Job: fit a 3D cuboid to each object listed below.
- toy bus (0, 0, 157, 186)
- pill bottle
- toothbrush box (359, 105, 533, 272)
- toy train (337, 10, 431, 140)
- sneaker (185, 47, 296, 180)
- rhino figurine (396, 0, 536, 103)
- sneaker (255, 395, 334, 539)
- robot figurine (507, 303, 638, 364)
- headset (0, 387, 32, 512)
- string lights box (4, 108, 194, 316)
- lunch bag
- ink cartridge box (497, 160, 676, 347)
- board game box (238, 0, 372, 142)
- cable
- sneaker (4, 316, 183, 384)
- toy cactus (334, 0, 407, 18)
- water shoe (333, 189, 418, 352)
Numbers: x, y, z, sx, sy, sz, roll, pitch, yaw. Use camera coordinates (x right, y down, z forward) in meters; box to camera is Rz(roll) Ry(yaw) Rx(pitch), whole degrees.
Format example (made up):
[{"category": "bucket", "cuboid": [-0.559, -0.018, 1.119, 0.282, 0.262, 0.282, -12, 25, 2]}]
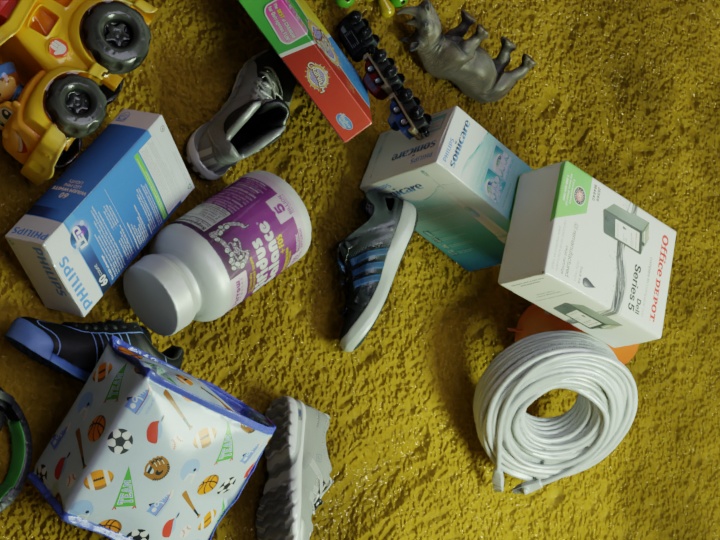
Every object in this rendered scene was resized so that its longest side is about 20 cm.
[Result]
[{"category": "toy bus", "cuboid": [-0.326, -0.216, 1.534, 0.191, 0.136, 0.201, 34, 64, -14]}, {"category": "pill bottle", "cuboid": [-0.153, -0.016, 1.637, 0.200, 0.112, 0.113, -38, 105, -37]}, {"category": "toothbrush box", "cuboid": [0.123, -0.094, 1.854, 0.199, 0.146, 0.086, 35, 61, -28]}, {"category": "toy train", "cuboid": [0.025, -0.227, 1.814, 0.201, 0.046, 0.034, 59, 11, 29]}, {"category": "sneaker", "cuboid": [-0.102, -0.182, 1.707, 0.075, 0.115, 0.201, 46, 57, -22]}, {"category": "rhino figurine", "cuboid": [0.122, -0.276, 1.933, 0.199, 0.060, 0.088, 26, 109, -32]}, {"category": "sneaker", "cuboid": [-0.060, 0.241, 1.685, 0.082, 0.075, 0.202, 14, 72, -34]}, {"category": "robot figurine", "cuboid": [0.278, 0.083, 1.963, 0.199, 0.116, 0.145, -14, 102, -39]}, {"category": "headset", "cuboid": [-0.392, 0.143, 1.455, 0.124, 0.093, 0.201, -50, 128, -38]}, {"category": "string lights box", "cuboid": [-0.261, -0.061, 1.569, 0.200, 0.059, 0.103, -53, 139, -32]}, {"category": "lunch bag", "cuboid": [-0.198, 0.184, 1.521, 0.199, 0.124, 0.171, 30, 93, -37]}, {"category": "ink cartridge box", "cuboid": [0.270, -0.016, 1.806, 0.199, 0.084, 0.147, 27, 64, -31]}, {"category": "board game box", "cuboid": [-0.062, -0.255, 1.745, 0.200, 0.040, 0.153, 52, 12, -20]}, {"category": "cable", "cuboid": [0.235, 0.165, 1.869, 0.198, 0.069, 0.201, -15, 124, -1]}, {"category": "sneaker", "cuboid": [-0.264, 0.077, 1.552, 0.200, 0.070, 0.078, 32, 76, -40]}, {"category": "toy cactus", "cuboid": [-0.015, -0.394, 1.845, 0.199, 0.102, 0.166, 17, 61, -27]}, {"category": "water shoe", "cuboid": [0.000, 0.000, 1.800, 0.078, 0.072, 0.201, 24, 65, -3]}]
